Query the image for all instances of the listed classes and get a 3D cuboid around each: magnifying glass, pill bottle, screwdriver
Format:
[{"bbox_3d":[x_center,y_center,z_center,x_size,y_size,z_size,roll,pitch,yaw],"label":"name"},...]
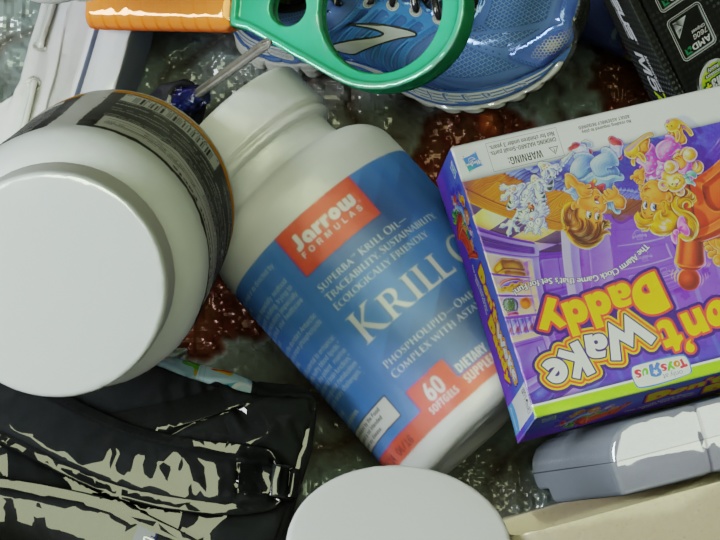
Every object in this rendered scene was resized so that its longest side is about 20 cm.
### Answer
[{"bbox_3d":[-0.041,-0.128,1.244,0.200,0.022,0.080,3,88,23],"label":"magnifying glass"},{"bbox_3d":[-0.120,-0.013,1.135,0.116,0.200,0.117,1,102,3],"label":"pill bottle"},{"bbox_3d":[0.000,0.000,1.259,0.112,0.112,0.200,-41,80,-11],"label":"pill bottle"},{"bbox_3d":[0.013,0.191,1.134,0.114,0.200,0.114,1,40,-1],"label":"pill bottle"},{"bbox_3d":[-0.073,-0.085,1.240,0.028,0.200,0.029,-15,93,-21],"label":"screwdriver"}]

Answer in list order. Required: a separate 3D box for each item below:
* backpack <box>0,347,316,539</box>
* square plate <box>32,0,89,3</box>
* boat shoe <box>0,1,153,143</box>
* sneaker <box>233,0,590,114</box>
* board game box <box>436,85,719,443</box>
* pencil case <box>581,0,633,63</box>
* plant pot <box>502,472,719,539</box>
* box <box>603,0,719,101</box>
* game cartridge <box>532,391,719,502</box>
[{"bbox_3d":[-0.143,0.105,1.222,0.200,0.154,0.164,17,82,-15],"label":"backpack"},{"bbox_3d":[-0.070,-0.178,1.265,0.200,0.198,0.029,-18,105,2],"label":"square plate"},{"bbox_3d":[-0.161,-0.062,1.299,0.065,0.074,0.200,15,65,7],"label":"boat shoe"},{"bbox_3d":[0.015,-0.134,1.276,0.200,0.089,0.079,6,66,22],"label":"sneaker"},{"bbox_3d":[0.151,-0.011,1.199,0.200,0.045,0.135,-14,74,-12],"label":"board game box"},{"bbox_3d":[0.102,-0.173,1.326,0.200,0.078,0.087,26,81,5],"label":"pencil case"},{"bbox_3d":[0.173,0.181,1.185,0.199,0.200,0.177,-14,87,-6],"label":"plant pot"},{"bbox_3d":[0.236,-0.122,1.283,0.200,0.048,0.193,-33,112,-11],"label":"box"},{"bbox_3d":[0.193,0.070,1.220,0.200,0.133,0.041,-13,90,-17],"label":"game cartridge"}]
